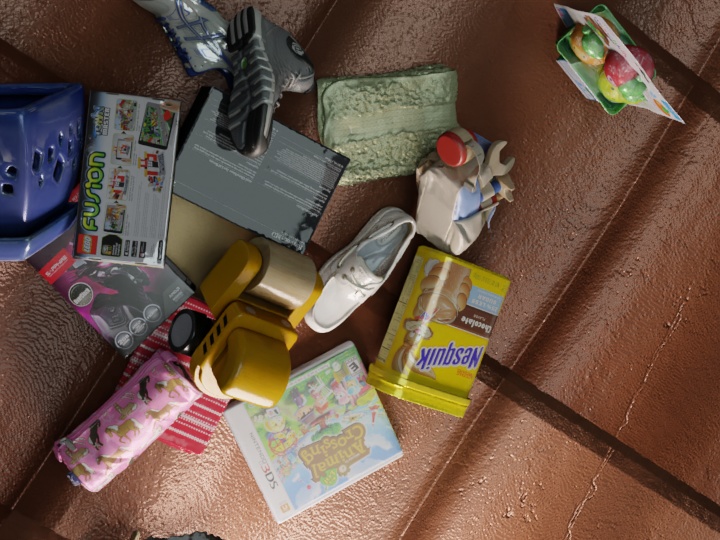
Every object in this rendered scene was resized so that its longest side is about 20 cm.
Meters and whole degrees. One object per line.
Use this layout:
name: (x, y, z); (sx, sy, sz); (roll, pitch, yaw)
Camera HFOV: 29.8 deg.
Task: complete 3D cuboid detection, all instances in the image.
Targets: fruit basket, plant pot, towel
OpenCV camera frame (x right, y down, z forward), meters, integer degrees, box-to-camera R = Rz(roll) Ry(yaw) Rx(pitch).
fruit basket: (0.333, -0.270, 1.788); (0.094, 0.200, 0.185); (-40, 109, 8)
plant pot: (-0.211, -0.058, 1.740); (0.200, 0.027, 0.200); (-3, 99, -18)
towel: (-0.230, 0.133, 1.755); (0.145, 0.022, 0.200); (25, 98, -19)
towel: (0.040, -0.192, 1.792); (0.200, 0.036, 0.149); (-9, 102, -16)
plant pot: (-0.432, -0.113, 1.549); (0.200, 0.200, 0.180); (1, 106, 8)

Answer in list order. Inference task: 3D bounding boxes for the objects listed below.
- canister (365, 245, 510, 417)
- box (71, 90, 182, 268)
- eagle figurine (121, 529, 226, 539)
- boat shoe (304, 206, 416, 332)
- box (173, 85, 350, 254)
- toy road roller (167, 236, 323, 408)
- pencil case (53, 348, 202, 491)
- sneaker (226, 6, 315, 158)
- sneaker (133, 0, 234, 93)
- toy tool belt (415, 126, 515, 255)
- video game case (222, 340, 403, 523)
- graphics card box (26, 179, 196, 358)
canister: (0.107, 0.081, 1.825); (0.148, 0.087, 0.200); (20, 91, -30)
box: (-0.277, -0.108, 1.607); (0.110, 0.035, 0.200); (7, 88, -7)
eagle figurine: (-0.261, 0.422, 1.767); (0.152, 0.151, 0.200); (-30, 148, 29)
boat shoe: (0.000, 0.000, 1.793); (0.071, 0.069, 0.200); (38, 87, -21)
box: (-0.136, -0.124, 1.697); (0.200, 0.079, 0.141); (27, 87, -19)
toy road roller: (-0.128, 0.075, 1.649); (0.123, 0.146, 0.200); (23, 113, -40)
pencil case: (-0.291, 0.187, 1.701); (0.200, 0.087, 0.083); (-42, 80, -1)
sneaker: (-0.098, -0.218, 1.638); (0.115, 0.075, 0.200); (17, 60, -41)
sneaker: (-0.206, -0.289, 1.679); (0.200, 0.075, 0.088); (29, 90, -19)
toy tool belt: (0.142, -0.124, 1.770); (0.123, 0.125, 0.200); (-33, 148, -33)
video game case: (-0.062, 0.219, 1.834); (0.200, 0.022, 0.182); (-27, 106, -12)
graphics card box: (-0.316, -0.004, 1.680); (0.125, 0.051, 0.200); (-42, 100, 2)
